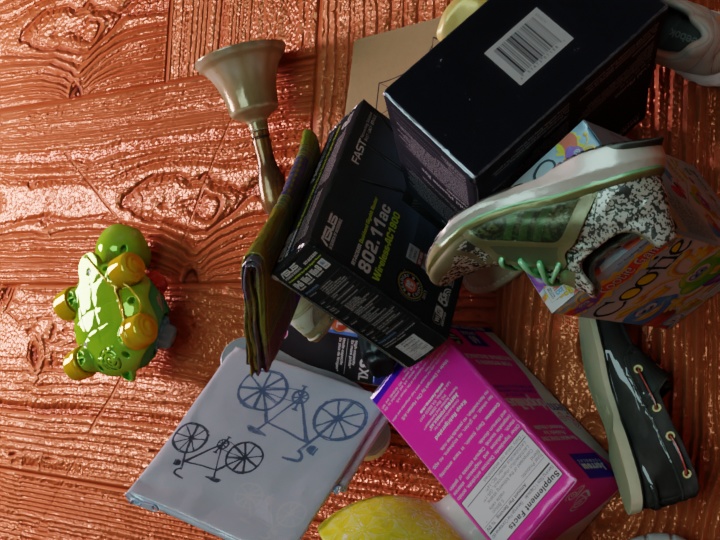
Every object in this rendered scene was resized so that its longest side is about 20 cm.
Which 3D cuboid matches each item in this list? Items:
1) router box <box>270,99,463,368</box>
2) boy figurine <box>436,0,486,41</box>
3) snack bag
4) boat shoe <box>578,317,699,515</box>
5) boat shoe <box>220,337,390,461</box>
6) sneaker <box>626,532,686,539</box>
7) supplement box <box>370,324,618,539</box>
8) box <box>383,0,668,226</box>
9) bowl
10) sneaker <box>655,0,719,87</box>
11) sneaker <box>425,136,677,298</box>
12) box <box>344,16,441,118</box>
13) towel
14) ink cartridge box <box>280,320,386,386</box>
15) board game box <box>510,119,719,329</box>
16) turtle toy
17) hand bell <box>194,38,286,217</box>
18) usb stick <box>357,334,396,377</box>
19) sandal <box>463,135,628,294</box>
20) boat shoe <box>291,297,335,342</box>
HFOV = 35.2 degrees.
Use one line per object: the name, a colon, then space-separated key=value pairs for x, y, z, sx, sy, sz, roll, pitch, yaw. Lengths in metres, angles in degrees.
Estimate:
router box: x=0.021 y=-0.036 z=1.004 sx=0.062 sy=0.150 sz=0.200 roll=-40 pitch=23 yaw=43
boy figurine: x=0.146 y=-0.282 z=1.039 sx=0.200 sy=0.064 sz=0.124 roll=-56 pitch=45 yaw=10
snack bag: x=-0.091 y=0.169 z=1.057 sx=0.188 sy=0.021 sz=0.200 roll=16 pitch=52 yaw=27
boat shoe: x=0.227 y=0.102 z=0.953 sx=0.063 sy=0.074 sz=0.202 roll=-13 pitch=62 yaw=1
boat shoe: x=-0.053 y=0.142 z=1.169 sx=0.200 sy=0.091 sz=0.071 roll=30 pitch=64 yaw=21
sneaker: x=0.179 y=0.256 z=0.893 sx=0.200 sy=0.080 sz=0.074 roll=-14 pitch=99 yaw=0
supplement box: x=0.120 y=0.148 z=1.005 sx=0.200 sy=0.101 sz=0.103 roll=49 pitch=113 yaw=31
box: x=0.132 y=-0.132 z=0.912 sx=0.200 sy=0.182 sz=0.104 roll=-41 pitch=69 yaw=-8
bowl: x=0.067 y=0.262 z=1.000 sx=0.108 sy=0.200 sz=0.200 roll=-44 pitch=56 yaw=-5
sneaker: x=0.229 y=-0.216 z=0.967 sx=0.200 sy=0.092 sz=0.076 roll=22 pitch=98 yaw=39
sneaker: x=0.129 y=-0.017 z=0.782 sx=0.200 sy=0.077 sz=0.089 roll=-28 pitch=75 yaw=36
box: x=0.067 y=-0.174 z=1.123 sx=0.200 sy=0.021 sz=0.164 roll=-7 pitch=70 yaw=39
towel: x=-0.068 y=-0.019 z=1.024 sx=0.023 sy=0.200 sz=0.144 roll=9 pitch=133 yaw=10
ink cartridge box: x=-0.012 y=0.064 z=1.168 sx=0.200 sy=0.037 sz=0.095 roll=7 pitch=88 yaw=37
board game box: x=0.210 y=-0.029 z=0.890 sx=0.103 sy=0.200 sz=0.105 roll=-43 pitch=60 yaw=27
turtle toy: x=-0.282 y=0.036 z=1.345 sx=0.146 sy=0.101 sz=0.200 roll=-26 pitch=68 yaw=34
hand bell: x=-0.108 y=-0.143 z=1.252 sx=0.104 sy=0.104 sz=0.200 roll=-17 pitch=86 yaw=36
usb stick: x=0.000 y=0.000 z=1.045 sx=0.033 sy=0.055 sz=0.200 roll=-11 pitch=63 yaw=-3
sandal: x=0.146 y=-0.060 z=1.030 sx=0.212 sy=0.070 sz=0.078 roll=-42 pitch=60 yaw=27
boat shoe: x=0.002 y=-0.018 z=1.132 sx=0.201 sy=0.063 sz=0.073 roll=-47 pitch=26 yaw=-6
